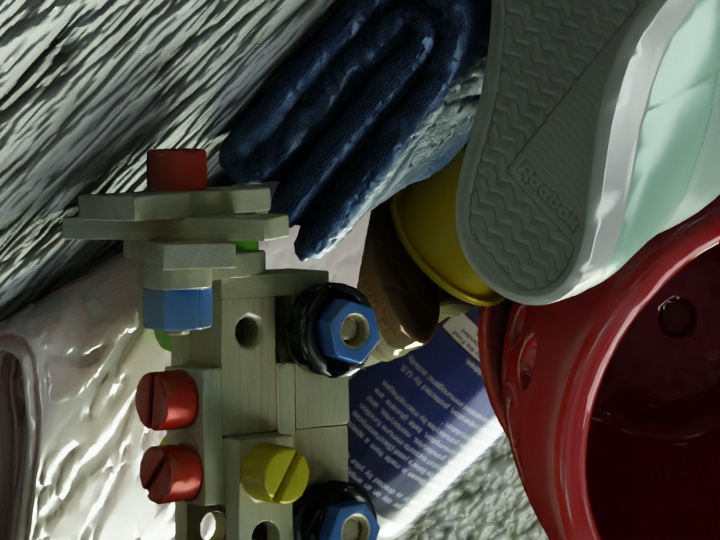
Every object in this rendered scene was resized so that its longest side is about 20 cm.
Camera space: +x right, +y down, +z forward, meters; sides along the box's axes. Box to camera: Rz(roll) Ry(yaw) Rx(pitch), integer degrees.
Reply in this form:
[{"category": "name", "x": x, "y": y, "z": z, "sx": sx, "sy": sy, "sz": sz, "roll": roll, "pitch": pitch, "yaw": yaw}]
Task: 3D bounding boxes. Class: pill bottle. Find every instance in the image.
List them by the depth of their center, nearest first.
[{"category": "pill bottle", "x": 0.011, "y": 0.059, "z": 1.384, "sx": 0.200, "sy": 0.111, "sz": 0.111, "roll": -46, "pitch": 173, "yaw": 14}]

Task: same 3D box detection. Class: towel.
[{"category": "towel", "x": 0.036, "y": -0.075, "z": 0.966, "sx": 0.112, "sy": 0.049, "sz": 0.200, "roll": -48, "pitch": 172, "yaw": 28}, {"category": "towel", "x": -0.067, "y": 0.064, "z": 0.978, "sx": 0.200, "sy": 0.032, "sz": 0.192, "roll": -35, "pitch": 143, "yaw": -52}]

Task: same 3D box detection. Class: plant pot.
[{"category": "plant pot", "x": 0.146, "y": 0.042, "z": 1.156, "sx": 0.200, "sy": 0.200, "sz": 0.182, "roll": -43, "pitch": -160, "yaw": -1}]

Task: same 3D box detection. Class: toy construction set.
[{"category": "toy construction set", "x": -0.054, "y": 0.056, "z": 0.862, "sx": 0.131, "sy": 0.092, "sz": 0.201, "roll": -3, "pitch": 109, "yaw": -37}]

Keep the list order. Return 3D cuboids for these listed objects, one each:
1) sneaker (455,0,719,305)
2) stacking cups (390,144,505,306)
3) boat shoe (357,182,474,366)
[{"category": "sneaker", "x": 0.094, "y": -0.095, "z": 0.887, "sx": 0.118, "sy": 0.074, "sz": 0.201, "roll": -27, "pitch": 139, "yaw": -52}, {"category": "stacking cups", "x": 0.095, "y": -0.068, "z": 1.072, "sx": 0.200, "sy": 0.061, "sz": 0.060, "roll": -44, "pitch": 174, "yaw": 31}, {"category": "boat shoe", "x": 0.000, "y": 0.000, "z": 1.171, "sx": 0.064, "sy": 0.071, "sz": 0.200, "roll": -25, "pitch": -178, "yaw": 13}]
